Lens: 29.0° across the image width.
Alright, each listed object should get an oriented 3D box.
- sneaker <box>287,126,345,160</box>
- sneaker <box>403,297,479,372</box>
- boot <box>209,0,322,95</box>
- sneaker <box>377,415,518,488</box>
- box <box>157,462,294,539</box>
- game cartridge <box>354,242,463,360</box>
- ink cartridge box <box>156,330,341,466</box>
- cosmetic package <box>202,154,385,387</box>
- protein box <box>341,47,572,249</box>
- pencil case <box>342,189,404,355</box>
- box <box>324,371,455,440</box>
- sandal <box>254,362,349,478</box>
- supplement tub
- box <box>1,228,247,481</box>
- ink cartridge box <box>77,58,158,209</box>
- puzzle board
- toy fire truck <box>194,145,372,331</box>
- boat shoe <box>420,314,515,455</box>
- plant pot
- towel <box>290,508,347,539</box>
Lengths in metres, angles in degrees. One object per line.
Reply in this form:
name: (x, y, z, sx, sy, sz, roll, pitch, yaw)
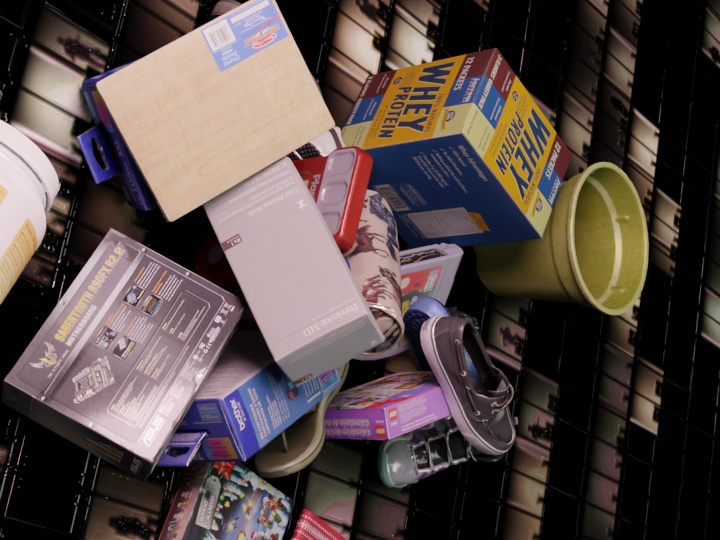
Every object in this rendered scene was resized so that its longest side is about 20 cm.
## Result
sneaker: (-0.016, -0.080, 1.646, 0.080, 0.074, 0.201, -52, 128, -50)
sneaker: (0.104, 0.071, 1.706, 0.078, 0.070, 0.200, -52, 158, -17)
boot: (-0.140, -0.177, 1.526, 0.200, 0.069, 0.174, 44, 60, -33)
sneaker: (0.121, 0.211, 1.720, 0.200, 0.140, 0.078, -28, 107, -48)
box: (-0.153, 0.304, 1.464, 0.137, 0.040, 0.201, 42, 56, -38)
game cartridge: (0.045, 0.040, 1.684, 0.200, 0.041, 0.133, -13, 132, -53)
ink cartridge box: (-0.135, 0.133, 1.430, 0.200, 0.136, 0.077, -33, 109, -46)
cosmetic package: (-0.067, 0.002, 1.387, 0.200, 0.107, 0.090, 61, 0, 29)
protein box: (0.114, -0.141, 1.705, 0.199, 0.200, 0.135, 48, 52, -35)
pencil case: (0.000, 0.000, 1.522, 0.078, 0.089, 0.200, 40, 31, -35)
box: (0.040, 0.156, 1.634, 0.200, 0.137, 0.039, -14, 96, -49)
sandal: (-0.074, 0.150, 1.549, 0.057, 0.080, 0.201, 57, 36, -32)
supplement tub: (-0.357, -0.024, 1.181, 0.144, 0.144, 0.200, 50, 51, -34)
box: (-0.223, 0.077, 1.335, 0.158, 0.048, 0.200, 28, 56, 1)
ink cartridge box: (-0.187, -0.149, 1.399, 0.200, 0.076, 0.137, -25, 106, -18)
puzzle board: (-0.139, -0.161, 1.361, 0.200, 0.017, 0.151, -32, 107, -19)
toy fire truck: (-0.073, -0.035, 1.498, 0.112, 0.168, 0.201, 33, 61, -42)
boat shoe: (0.140, 0.132, 1.597, 0.070, 0.066, 0.200, -48, 120, -41)
plant pot: (0.258, -0.036, 1.878, 0.200, 0.184, 0.201, 7, 81, -50)
towel: (-0.056, 0.393, 1.584, 0.145, 0.022, 0.200, 45, 52, -34)
